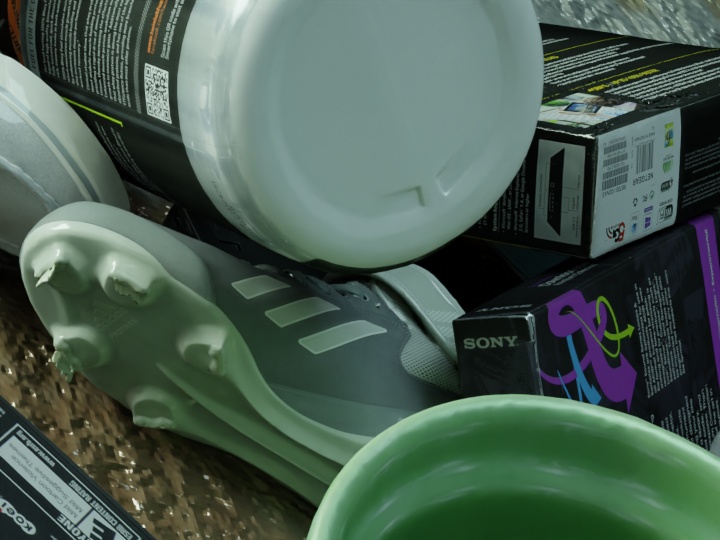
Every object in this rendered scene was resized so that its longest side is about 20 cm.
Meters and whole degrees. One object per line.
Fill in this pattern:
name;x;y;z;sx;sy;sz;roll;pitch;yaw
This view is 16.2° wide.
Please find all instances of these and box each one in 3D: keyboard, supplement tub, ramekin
keyboard;0.000;0.000;1.016;0.200;0.021;0.127;13;39;-45
supplement tub;-0.038;-0.078;0.863;0.122;0.123;0.200;21;2;-34
ramekin;0.060;0.143;0.748;0.200;0.098;0.200;17;41;-15

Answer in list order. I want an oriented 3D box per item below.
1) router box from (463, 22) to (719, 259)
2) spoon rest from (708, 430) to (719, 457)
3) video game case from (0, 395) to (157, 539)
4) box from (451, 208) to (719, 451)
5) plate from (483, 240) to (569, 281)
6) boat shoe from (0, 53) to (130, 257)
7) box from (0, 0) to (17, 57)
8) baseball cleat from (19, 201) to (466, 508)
router box;0.076;-0.058;1.021;0.149;0.051;0.200;12;18;32
spoon rest;0.128;0.139;0.908;0.061;0.099;0.200;-3;35;13
video game case;-0.166;0.057;0.710;0.200;0.026;0.181;42;27;1
box;0.097;0.064;0.943;0.200;0.036;0.143;-24;106;-62
plate;0.106;-0.023;1.160;0.200;0.026;0.200;35;22;-16
boat shoe;-0.169;-0.056;0.835;0.200;0.072;0.069;40;48;-16
box;-0.137;-0.149;0.971;0.200;0.100;0.075;25;31;-27
baseball cleat;-0.030;0.023;0.879;0.200;0.070;0.106;40;42;-25
